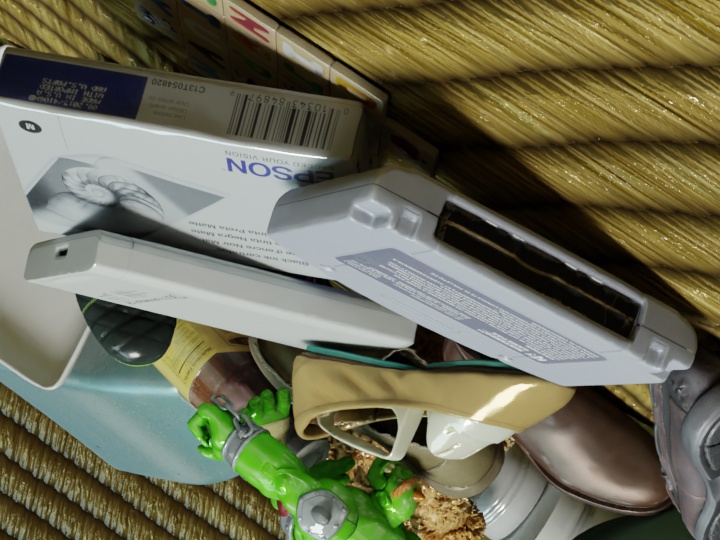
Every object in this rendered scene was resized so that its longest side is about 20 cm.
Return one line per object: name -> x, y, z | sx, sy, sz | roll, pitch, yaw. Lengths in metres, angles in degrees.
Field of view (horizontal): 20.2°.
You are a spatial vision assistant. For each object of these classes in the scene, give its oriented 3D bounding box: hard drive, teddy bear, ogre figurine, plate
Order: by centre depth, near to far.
hard drive -> -0.083, 0.014, 1.191 | 0.200, 0.027, 0.132 | 15, 170, -25
ogre figurine -> -0.019, 0.154, 1.305 | 0.120, 0.098, 0.200 | 38, 160, 42
teddy bear -> 0.033, 0.131, 1.419 | 0.145, 0.200, 0.067 | 13, -149, 1
plate -> -0.228, -0.038, 1.420 | 0.199, 0.200, 0.032 | 27, 176, 30

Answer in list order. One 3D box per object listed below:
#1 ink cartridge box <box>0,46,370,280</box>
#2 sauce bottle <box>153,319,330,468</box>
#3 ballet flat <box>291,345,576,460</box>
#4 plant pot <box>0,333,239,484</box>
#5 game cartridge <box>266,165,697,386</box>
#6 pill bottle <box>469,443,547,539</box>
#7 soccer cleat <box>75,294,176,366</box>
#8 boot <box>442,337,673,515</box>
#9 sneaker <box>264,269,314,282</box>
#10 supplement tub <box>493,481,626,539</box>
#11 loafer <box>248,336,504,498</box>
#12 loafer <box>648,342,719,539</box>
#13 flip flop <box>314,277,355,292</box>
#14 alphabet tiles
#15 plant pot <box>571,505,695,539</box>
ink cartridge box -> -0.090, -0.042, 1.121 | 0.199, 0.041, 0.200 | 9, 155, 9
sauce bottle -> -0.098, 0.071, 1.428 | 0.200, 0.066, 0.066 | 43, 173, 26
ballet flat -> 0.040, 0.082, 1.181 | 0.200, 0.063, 0.069 | 2, 169, 43
plant pot -> -0.139, 0.054, 1.589 | 0.200, 0.196, 0.196 | 13, 157, 46
game cartridge -> 0.058, 0.006, 1.032 | 0.200, 0.041, 0.133 | 27, 160, -24
pill bottle -> 0.042, 0.116, 1.508 | 0.200, 0.104, 0.104 | 37, 169, -11
soccer cleat -> -0.160, -0.037, 1.315 | 0.067, 0.200, 0.081 | -8, 161, -7
boot -> 0.118, 0.068, 1.223 | 0.186, 0.064, 0.200 | 30, 163, 15
sneaker -> -0.112, -0.027, 1.445 | 0.200, 0.071, 0.098 | 29, 165, 21
supplement tub -> 0.199, 0.248, 1.499 | 0.200, 0.145, 0.145 | 36, 169, -4
loafer -> 0.009, 0.071, 1.319 | 0.200, 0.076, 0.067 | 29, 159, 23
loafer -> 0.196, 0.094, 1.114 | 0.063, 0.072, 0.200 | 51, 172, 30
flip flop -> 0.000, 0.000, 1.264 | 0.081, 0.058, 0.200 | 33, 171, 9
alphabet tiles -> -0.044, -0.104, 1.099 | 0.200, 0.006, 0.166 | 33, 168, 6
plant pot -> 0.227, 0.232, 1.283 | 0.200, 0.200, 0.188 | 35, 154, -1
